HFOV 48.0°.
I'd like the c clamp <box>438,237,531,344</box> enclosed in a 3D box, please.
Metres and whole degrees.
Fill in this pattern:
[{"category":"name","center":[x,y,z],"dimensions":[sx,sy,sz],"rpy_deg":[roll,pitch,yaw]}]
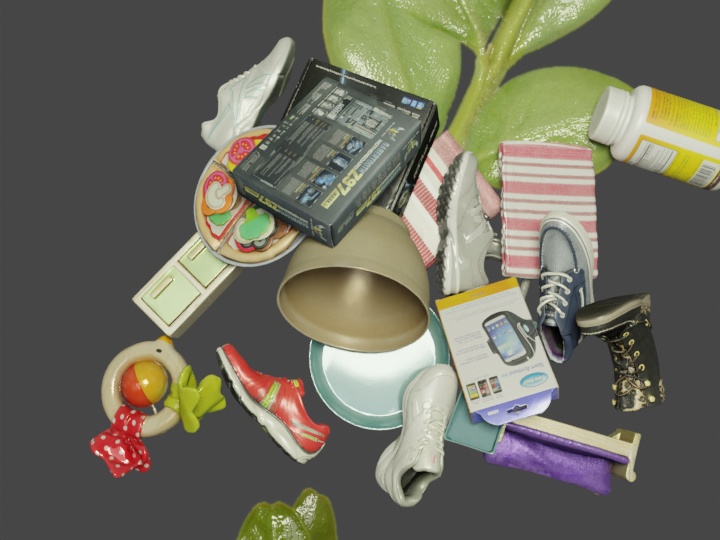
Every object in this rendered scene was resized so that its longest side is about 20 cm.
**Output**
[{"category":"c clamp","center":[0.207,0.037,1.161],"dimensions":[0.169,0.027,0.202],"rpy_deg":[24,83,2]}]

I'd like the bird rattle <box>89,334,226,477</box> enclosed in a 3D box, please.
[{"category":"bird rattle","center":[-0.292,0.183,1.120],"dimensions":[0.199,0.113,0.164],"rpy_deg":[-30,72,9]}]

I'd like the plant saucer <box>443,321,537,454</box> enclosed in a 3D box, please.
[{"category":"plant saucer","center":[0.177,0.149,1.085],"dimensions":[0.069,0.019,0.201],"rpy_deg":[13,59,23]}]

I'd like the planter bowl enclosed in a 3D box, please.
[{"category":"planter bowl","center":[0.000,0.000,1.068],"dimensions":[0.198,0.201,0.136],"rpy_deg":[11,55,1]}]

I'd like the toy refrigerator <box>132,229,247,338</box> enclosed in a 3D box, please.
[{"category":"toy refrigerator","center":[-0.219,-0.004,1.138],"dimensions":[0.076,0.070,0.200],"rpy_deg":[44,85,4]}]

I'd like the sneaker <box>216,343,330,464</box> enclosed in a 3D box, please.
[{"category":"sneaker","center":[-0.121,0.173,1.125],"dimensions":[0.085,0.077,0.200],"rpy_deg":[-42,92,-17]}]

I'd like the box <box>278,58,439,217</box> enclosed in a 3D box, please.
[{"category":"box","center":[-0.009,-0.181,1.139],"dimensions":[0.198,0.086,0.165],"rpy_deg":[23,83,12]}]

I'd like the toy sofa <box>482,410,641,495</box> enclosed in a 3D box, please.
[{"category":"toy sofa","center":[0.271,0.242,1.108],"dimensions":[0.198,0.083,0.099],"rpy_deg":[16,82,1]}]

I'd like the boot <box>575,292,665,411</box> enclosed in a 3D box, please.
[{"category":"boot","center":[0.354,0.112,1.086],"dimensions":[0.073,0.199,0.152],"rpy_deg":[-10,88,32]}]

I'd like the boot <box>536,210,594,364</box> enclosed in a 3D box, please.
[{"category":"boot","center":[0.270,0.026,1.086],"dimensions":[0.090,0.072,0.202],"rpy_deg":[-46,127,-39]}]

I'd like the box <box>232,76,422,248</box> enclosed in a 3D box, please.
[{"category":"box","center":[-0.039,-0.142,1.022],"dimensions":[0.157,0.051,0.200],"rpy_deg":[28,63,22]}]

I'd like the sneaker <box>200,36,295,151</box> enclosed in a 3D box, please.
[{"category":"sneaker","center":[-0.162,-0.258,1.171],"dimensions":[0.080,0.070,0.202],"rpy_deg":[30,84,6]}]

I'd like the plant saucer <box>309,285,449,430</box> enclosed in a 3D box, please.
[{"category":"plant saucer","center":[0.026,0.123,1.148],"dimensions":[0.198,0.027,0.203],"rpy_deg":[0,82,-1]}]

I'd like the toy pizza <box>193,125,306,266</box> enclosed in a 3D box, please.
[{"category":"toy pizza","center":[-0.141,-0.104,1.081],"dimensions":[0.198,0.032,0.203],"rpy_deg":[-6,72,20]}]

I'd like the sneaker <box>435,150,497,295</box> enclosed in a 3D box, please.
[{"category":"sneaker","center":[0.152,-0.065,1.140],"dimensions":[0.081,0.075,0.203],"rpy_deg":[3,96,-10]}]

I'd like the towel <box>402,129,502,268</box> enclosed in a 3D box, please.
[{"category":"towel","center":[0.092,-0.089,1.178],"dimensions":[0.199,0.023,0.145],"rpy_deg":[-37,87,-3]}]

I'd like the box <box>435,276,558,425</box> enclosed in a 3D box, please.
[{"category":"box","center":[0.182,0.113,1.075],"dimensions":[0.118,0.042,0.202],"rpy_deg":[-16,56,4]}]

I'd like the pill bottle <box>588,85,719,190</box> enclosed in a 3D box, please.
[{"category":"pill bottle","center":[0.433,-0.193,1.152],"dimensions":[0.198,0.109,0.110],"rpy_deg":[19,83,1]}]

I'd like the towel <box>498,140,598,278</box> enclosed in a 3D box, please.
[{"category":"towel","center":[0.269,-0.086,1.166],"dimensions":[0.145,0.030,0.203],"rpy_deg":[2,80,-11]}]

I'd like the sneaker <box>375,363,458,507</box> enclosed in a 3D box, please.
[{"category":"sneaker","center":[0.091,0.226,1.080],"dimensions":[0.077,0.099,0.202],"rpy_deg":[15,99,-20]}]
